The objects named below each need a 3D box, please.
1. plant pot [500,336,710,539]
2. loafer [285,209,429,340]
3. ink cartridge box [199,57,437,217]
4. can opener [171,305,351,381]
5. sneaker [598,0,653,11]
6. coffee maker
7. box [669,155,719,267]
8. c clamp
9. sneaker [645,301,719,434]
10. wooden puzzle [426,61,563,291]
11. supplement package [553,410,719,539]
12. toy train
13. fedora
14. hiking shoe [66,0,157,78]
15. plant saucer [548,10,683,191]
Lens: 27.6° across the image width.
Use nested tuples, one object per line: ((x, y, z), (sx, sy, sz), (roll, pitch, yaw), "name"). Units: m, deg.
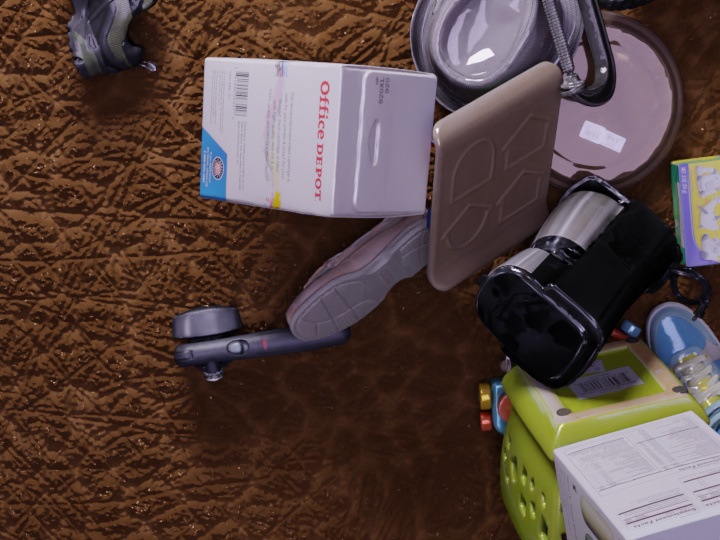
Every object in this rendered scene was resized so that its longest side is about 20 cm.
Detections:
((0.257, 0.191, 1.534), (0.198, 0.199, 0.183), (-11, 114, -8), "plant pot")
((0.000, 0.000, 1.593), (0.199, 0.063, 0.072), (-35, 136, -4), "loafer")
((-0.045, -0.137, 1.490), (0.199, 0.144, 0.149), (12, 101, 42), "ink cartridge box")
((-0.109, 0.078, 1.610), (0.198, 0.063, 0.079), (-3, 98, 0), "can opener")
((0.331, -0.347, 1.554), (0.199, 0.076, 0.088), (-26, 89, -4), "sneaker")
((0.243, 0.020, 1.510), (0.191, 0.200, 0.135), (22, 133, 24), "coffee maker")
((0.445, -0.072, 1.601), (0.198, 0.048, 0.118), (-8, 99, -1), "box")
((0.207, -0.255, 1.497), (0.027, 0.171, 0.201), (-12, 107, 34), "c clamp")
((0.378, 0.132, 1.588), (0.079, 0.131, 0.201), (-28, 97, 5), "sneaker")
((0.131, -0.101, 1.522), (0.185, 0.046, 0.201), (-32, 137, -32), "wooden puzzle")
((0.288, 0.250, 1.354), (0.149, 0.200, 0.153), (-14, 108, -8), "supplement package")
((0.219, 0.123, 1.624), (0.150, 0.056, 0.201), (35, 96, -5), "toy train")
((0.140, -0.260, 1.532), (0.177, 0.090, 0.200), (41, 95, 7), "fedora")
((-0.265, -0.307, 1.553), (0.100, 0.076, 0.202), (-5, 108, -8), "hiking shoe")
((0.255, -0.181, 1.592), (0.198, 0.029, 0.202), (0, 99, -1), "plant saucer")
